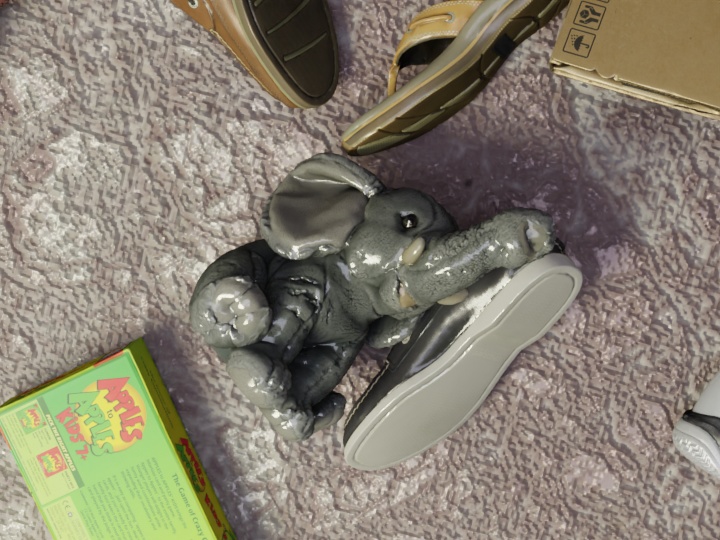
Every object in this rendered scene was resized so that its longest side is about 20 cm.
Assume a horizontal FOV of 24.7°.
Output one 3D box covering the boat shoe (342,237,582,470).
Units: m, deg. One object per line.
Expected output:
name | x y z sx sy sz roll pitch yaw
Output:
boat shoe | 0.054 0.046 1.041 0.200 0.073 0.061 -49 50 23

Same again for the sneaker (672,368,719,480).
sneaker | 0.305 0.102 1.023 0.198 0.075 0.116 24 101 4

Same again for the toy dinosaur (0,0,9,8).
toy dinosaur | -0.250 -0.184 1.027 0.199 0.086 0.136 -35 105 -9

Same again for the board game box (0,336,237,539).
board game box | -0.149 0.158 1.074 0.101 0.048 0.202 -24 95 6

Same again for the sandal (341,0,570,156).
sandal | 0.061 -0.145 1.014 0.200 0.080 0.054 -44 76 5

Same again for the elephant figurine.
elephant figurine | 0.000 0.000 0.997 0.200 0.142 0.155 -41 77 -3

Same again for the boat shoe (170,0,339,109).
boat shoe | -0.084 -0.187 1.024 0.068 0.072 0.201 -14 113 44

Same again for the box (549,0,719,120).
box | 0.220 -0.186 0.968 0.162 0.021 0.202 18 76 16
